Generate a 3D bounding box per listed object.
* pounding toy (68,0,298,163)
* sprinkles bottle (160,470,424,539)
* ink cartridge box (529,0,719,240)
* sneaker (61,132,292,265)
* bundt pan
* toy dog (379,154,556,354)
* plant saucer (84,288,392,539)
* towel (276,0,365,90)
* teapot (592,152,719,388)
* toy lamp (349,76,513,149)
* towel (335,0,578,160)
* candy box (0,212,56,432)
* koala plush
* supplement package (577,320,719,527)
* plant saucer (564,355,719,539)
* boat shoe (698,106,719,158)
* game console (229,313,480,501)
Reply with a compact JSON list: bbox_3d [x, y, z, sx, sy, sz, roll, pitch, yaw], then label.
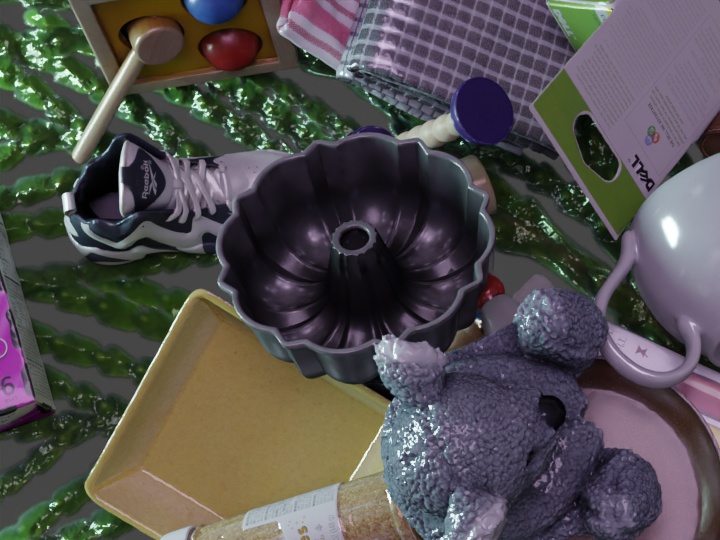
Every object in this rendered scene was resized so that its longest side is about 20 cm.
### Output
[{"bbox_3d":[-0.157,-0.202,1.563,0.199,0.184,0.143,-9,65,4],"label":"pounding toy"},{"bbox_3d":[-0.049,0.199,1.438,0.199,0.068,0.069,-19,75,16],"label":"sprinkles bottle"},{"bbox_3d":[0.195,-0.149,1.484,0.200,0.148,0.076,-50,35,-18],"label":"ink cartridge box"},{"bbox_3d":[-0.143,-0.063,1.541,0.198,0.130,0.080,-7,77,5],"label":"sneaker"},{"bbox_3d":[0.000,0.000,1.406,0.201,0.076,0.203,-5,51,6],"label":"bundt pan"},{"bbox_3d":[0.082,0.012,1.491,0.131,0.096,0.201,-9,53,8],"label":"toy dog"},{"bbox_3d":[-0.078,0.134,1.484,0.199,0.048,0.200,31,111,0],"label":"plant saucer"},{"bbox_3d":[0.011,-0.250,1.564,0.030,0.146,0.201,3,74,45],"label":"towel"},{"bbox_3d":[0.288,0.008,1.393,0.200,0.197,0.147,-30,60,30],"label":"teapot"},{"bbox_3d":[0.038,-0.098,1.502,0.058,0.200,0.059,8,74,-28],"label":"toy lamp"},{"bbox_3d":[0.099,-0.191,1.532,0.199,0.086,0.166,20,79,-13],"label":"towel"},{"bbox_3d":[-0.339,0.039,1.578,0.136,0.061,0.201,-20,75,3],"label":"candy box"},{"bbox_3d":[0.076,0.116,1.276,0.183,0.200,0.178,-21,82,17],"label":"koala plush"},{"bbox_3d":[0.226,0.125,1.461,0.199,0.110,0.114,24,81,12],"label":"supplement package"},{"bbox_3d":[0.159,0.161,1.386,0.199,0.032,0.201,-2,75,9],"label":"plant saucer"},{"bbox_3d":[0.346,-0.060,1.502,0.199,0.072,0.068,29,61,10],"label":"boat shoe"},{"bbox_3d":[0.002,0.095,1.544,0.199,0.118,0.172,7,109,10],"label":"game console"}]
